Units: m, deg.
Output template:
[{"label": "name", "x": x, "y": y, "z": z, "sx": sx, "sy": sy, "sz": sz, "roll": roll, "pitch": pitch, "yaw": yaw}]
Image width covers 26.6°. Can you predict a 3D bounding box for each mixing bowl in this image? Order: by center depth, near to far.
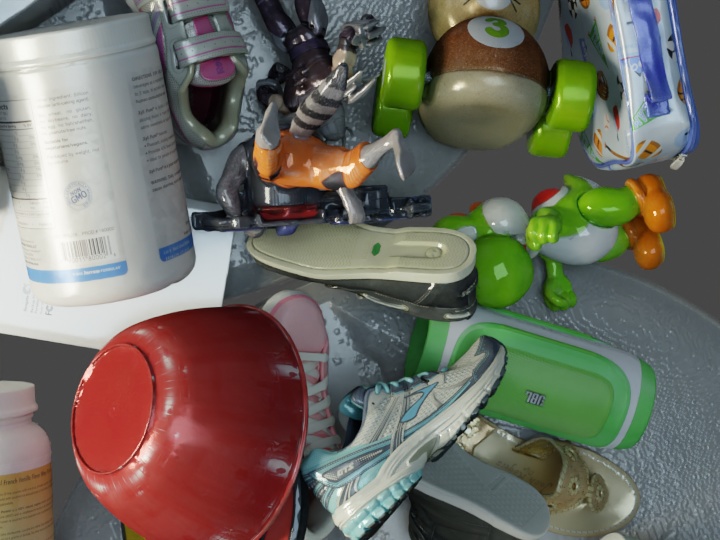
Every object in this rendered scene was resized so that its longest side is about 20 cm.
[{"label": "mixing bowl", "x": -0.144, "y": 0.113, "z": 1.135, "sx": 0.108, "sy": 0.199, "sz": 0.202, "roll": 19, "pitch": 88, "yaw": -45}]

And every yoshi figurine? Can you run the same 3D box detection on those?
[{"label": "yoshi figurine", "x": 0.159, "y": -0.015, "z": 1.257, "sx": 0.198, "sy": 0.112, "sz": 0.114, "roll": -8, "pitch": 99, "yaw": -5}]

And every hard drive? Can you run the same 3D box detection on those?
[{"label": "hard drive", "x": -0.208, "y": -0.003, "z": 1.242, "sx": 0.198, "sy": 0.026, "sz": 0.134, "roll": 10, "pitch": 90, "yaw": -8}]

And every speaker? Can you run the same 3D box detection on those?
[{"label": "speaker", "x": 0.141, "y": 0.087, "z": 1.265, "sx": 0.198, "sy": 0.088, "sz": 0.089, "roll": 17, "pitch": 89, "yaw": -8}]

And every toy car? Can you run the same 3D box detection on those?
[{"label": "toy car", "x": 0.102, "y": -0.208, "z": 1.230, "sx": 0.162, "sy": 0.158, "sz": 0.202, "roll": 7, "pitch": 79, "yaw": -4}]

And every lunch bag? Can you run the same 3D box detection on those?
[{"label": "lunch bag", "x": 0.217, "y": -0.176, "z": 1.232, "sx": 0.075, "sy": 0.160, "sz": 0.202, "roll": -12, "pitch": 92, "yaw": -7}]

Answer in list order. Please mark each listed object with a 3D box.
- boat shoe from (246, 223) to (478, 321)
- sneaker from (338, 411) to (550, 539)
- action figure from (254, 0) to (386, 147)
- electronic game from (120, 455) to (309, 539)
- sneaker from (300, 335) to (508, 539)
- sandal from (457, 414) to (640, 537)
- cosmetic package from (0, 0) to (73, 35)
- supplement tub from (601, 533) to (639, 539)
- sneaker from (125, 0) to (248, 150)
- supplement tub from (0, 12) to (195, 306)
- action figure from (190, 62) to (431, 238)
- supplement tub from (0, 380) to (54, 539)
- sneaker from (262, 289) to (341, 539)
[{"label": "boat shoe", "x": 0.000, "y": 0.000, "z": 1.229, "sx": 0.198, "sy": 0.068, "sz": 0.072, "roll": 9, "pitch": 49, "yaw": 21}, {"label": "sneaker", "x": 0.048, "y": 0.180, "z": 1.241, "sx": 0.199, "sy": 0.099, "sz": 0.071, "roll": 33, "pitch": 42, "yaw": -14}, {"label": "action figure", "x": -0.045, "y": -0.190, "z": 1.223, "sx": 0.129, "sy": 0.069, "sz": 0.202, "roll": -23, "pitch": 82, "yaw": 24}, {"label": "electronic game", "x": -0.118, "y": 0.180, "z": 1.194, "sx": 0.041, "sy": 0.199, "sz": 0.202, "roll": 13, "pitch": 89, "yaw": -50}, {"label": "sneaker", "x": 0.035, "y": 0.107, "z": 1.154, "sx": 0.086, "sy": 0.078, "sz": 0.200, "roll": 42, "pitch": 61, "yaw": 6}, {"label": "sandal", "x": 0.147, "y": 0.173, "z": 1.275, "sx": 0.210, "sy": 0.070, "sz": 0.078, "roll": 25, "pitch": 88, "yaw": -8}, {"label": "cosmetic package", "x": -0.223, "y": -0.265, "z": 1.197, "sx": 0.199, "sy": 0.101, "sz": 0.072, "roll": -36, "pitch": 95, "yaw": -7}, {"label": "supplement tub", "x": 0.276, "y": 0.311, "z": 1.252, "sx": 0.198, "sy": 0.144, "sz": 0.146, "roll": 24, "pitch": 88, "yaw": -8}, {"label": "sneaker", "x": -0.126, "y": -0.182, "z": 1.182, "sx": 0.081, "sy": 0.088, "sz": 0.202, "roll": -24, "pitch": 123, "yaw": -24}, {"label": "supplement tub", "x": -0.202, "y": -0.084, "z": 1.148, "sx": 0.130, "sy": 0.132, "sz": 0.202, "roll": -10, "pitch": 102, "yaw": -8}, {"label": "action figure", "x": -0.027, "y": -0.085, "z": 1.167, "sx": 0.198, "sy": 0.193, "sz": 0.106, "roll": -4, "pitch": 84, "yaw": -24}, {"label": "supplement tub", "x": -0.308, "y": 0.190, "z": 1.172, "sx": 0.143, "sy": 0.144, "sz": 0.203, "roll": -1, "pitch": 92, "yaw": -8}, {"label": "sneaker", "x": -0.042, "y": 0.121, "z": 1.221, "sx": 0.075, "sy": 0.104, "sz": 0.203, "roll": 5, "pitch": 94, "yaw": -37}]
